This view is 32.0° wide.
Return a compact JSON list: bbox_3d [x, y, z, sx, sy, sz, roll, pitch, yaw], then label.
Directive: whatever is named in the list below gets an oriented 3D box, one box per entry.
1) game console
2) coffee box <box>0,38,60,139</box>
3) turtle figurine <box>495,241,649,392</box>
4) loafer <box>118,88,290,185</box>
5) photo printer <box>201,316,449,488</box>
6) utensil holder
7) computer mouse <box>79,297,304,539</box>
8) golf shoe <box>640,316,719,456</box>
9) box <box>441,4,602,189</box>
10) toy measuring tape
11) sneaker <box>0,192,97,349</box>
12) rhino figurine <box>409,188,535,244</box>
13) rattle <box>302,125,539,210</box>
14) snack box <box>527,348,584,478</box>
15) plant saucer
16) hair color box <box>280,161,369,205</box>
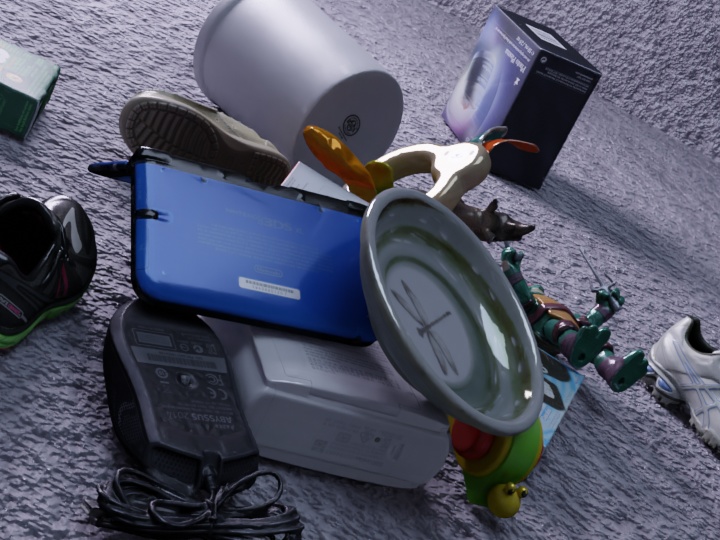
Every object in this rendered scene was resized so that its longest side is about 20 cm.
[{"bbox_3d":[-0.098,-0.015,0.948,0.198,0.118,0.173,12,56,-29],"label":"game console"},{"bbox_3d":[-0.383,-0.197,1.156,0.198,0.044,0.123,24,20,-14],"label":"coffee box"},{"bbox_3d":[0.205,0.043,1.287,0.148,0.102,0.200,10,23,-27],"label":"turtle figurine"},{"bbox_3d":[-0.161,-0.127,1.252,0.199,0.076,0.068,24,17,-41],"label":"loafer"},{"bbox_3d":[-0.034,0.069,0.950,0.164,0.070,0.201,17,23,-26],"label":"photo printer"},{"bbox_3d":[-0.068,-0.210,1.427,0.169,0.171,0.200,3,33,-49],"label":"utensil holder"},{"bbox_3d":[-0.122,0.100,0.800,0.137,0.053,0.201,14,35,-31],"label":"computer mouse"},{"bbox_3d":[0.386,0.131,1.326,0.078,0.098,0.200,5,33,-51],"label":"golf shoe"},{"bbox_3d":[0.238,-0.265,1.914,0.122,0.200,0.201,16,23,-24],"label":"box"},{"bbox_3d":[0.102,0.099,0.987,0.073,0.074,0.202,17,45,-28],"label":"toy measuring tape"},{"bbox_3d":[-0.224,-0.013,0.874,0.076,0.084,0.200,27,20,-5],"label":"sneaker"},{"bbox_3d":[0.083,-0.048,1.268,0.197,0.061,0.087,6,-12,29],"label":"rhino figurine"},{"bbox_3d":[0.059,-0.126,1.202,0.144,0.198,0.130,62,4,-18],"label":"rattle"},{"bbox_3d":[0.128,0.106,1.125,0.115,0.037,0.200,32,20,10],"label":"snack box"},{"bbox_3d":[0.057,0.036,0.922,0.199,0.050,0.202,37,35,-31],"label":"plant saucer"},{"bbox_3d":[0.000,0.000,1.116,0.198,0.062,0.102,31,54,7],"label":"hair color box"}]
